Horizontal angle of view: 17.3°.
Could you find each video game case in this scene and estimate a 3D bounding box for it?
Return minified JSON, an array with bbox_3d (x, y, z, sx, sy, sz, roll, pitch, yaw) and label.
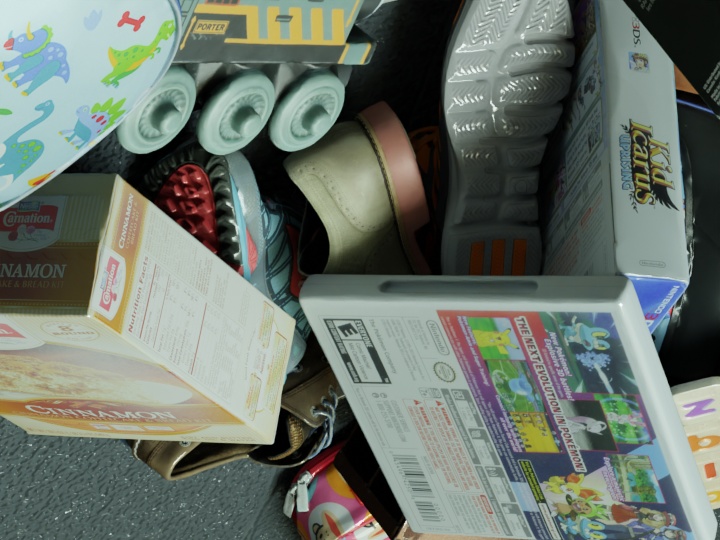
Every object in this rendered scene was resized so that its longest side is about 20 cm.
[{"bbox_3d":[0.081,0.076,1.256,0.181,0.023,0.201,1,136,26],"label":"video game case"},{"bbox_3d":[0.122,-0.031,1.292,0.045,0.182,0.200,5,152,-13],"label":"video game case"}]

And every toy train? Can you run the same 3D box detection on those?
[{"bbox_3d":[-0.065,-0.120,1.124,0.199,0.085,0.114,-4,129,-49],"label":"toy train"}]

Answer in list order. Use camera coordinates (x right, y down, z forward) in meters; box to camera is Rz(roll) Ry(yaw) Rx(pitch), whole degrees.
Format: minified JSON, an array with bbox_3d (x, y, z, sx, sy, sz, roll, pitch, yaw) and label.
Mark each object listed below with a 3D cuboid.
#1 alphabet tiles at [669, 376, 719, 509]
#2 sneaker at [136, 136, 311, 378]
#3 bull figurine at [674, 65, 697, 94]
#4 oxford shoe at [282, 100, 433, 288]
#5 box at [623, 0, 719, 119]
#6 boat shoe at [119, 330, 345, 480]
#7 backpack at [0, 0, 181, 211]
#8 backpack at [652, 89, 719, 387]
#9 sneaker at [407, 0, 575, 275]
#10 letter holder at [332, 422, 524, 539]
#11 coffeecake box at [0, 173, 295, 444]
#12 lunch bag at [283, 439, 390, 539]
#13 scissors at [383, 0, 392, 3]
[{"bbox_3d":[0.161,0.109,1.368,0.199,0.015,0.196,-15,153,6],"label":"alphabet tiles"},{"bbox_3d":[-0.064,-0.017,1.298,0.096,0.079,0.201,-48,153,-26],"label":"sneaker"},{"bbox_3d":[0.220,-0.133,1.311,0.199,0.065,0.122,6,149,17],"label":"bull figurine"},{"bbox_3d":[0.000,0.000,1.282,0.074,0.071,0.201,-20,128,-10],"label":"oxford shoe"},{"bbox_3d":[0.198,-0.189,1.167,0.148,0.200,0.125,-7,141,-38],"label":"box"},{"bbox_3d":[-0.051,0.082,1.422,0.199,0.073,0.072,-18,145,-26],"label":"boat shoe"},{"bbox_3d":[-0.155,-0.129,0.965,0.200,0.147,0.183,-42,153,2],"label":"backpack"},{"bbox_3d":[0.210,-0.005,1.412,0.182,0.135,0.201,17,110,-2],"label":"backpack"},{"bbox_3d":[0.055,-0.083,1.295,0.077,0.112,0.201,1,108,-23],"label":"sneaker"},{"bbox_3d":[0.111,0.118,1.491,0.199,0.101,0.143,25,102,-32],"label":"letter holder"},{"bbox_3d":[-0.145,0.022,1.175,0.153,0.074,0.200,1,160,25],"label":"coffeecake box"},{"bbox_3d":[0.051,0.144,1.597,0.199,0.082,0.176,-30,148,-6],"label":"lunch bag"},{"bbox_3d":[0.060,-0.157,1.260,0.199,0.014,0.073,-29,150,-13],"label":"scissors"}]
